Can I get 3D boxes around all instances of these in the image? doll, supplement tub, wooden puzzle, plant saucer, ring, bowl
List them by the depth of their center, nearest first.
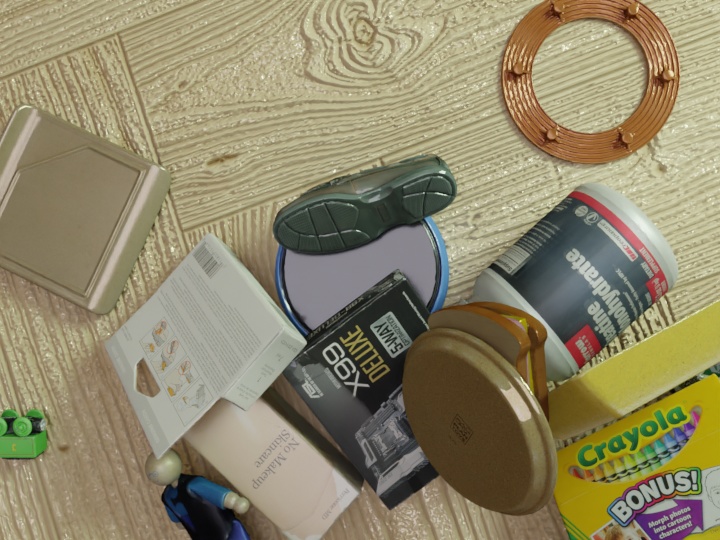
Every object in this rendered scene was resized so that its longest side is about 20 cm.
[{"bbox_3d":[0.259,0.099,0.709,0.198,0.200,0.049,-25,73,-13],"label":"plant saucer"},{"bbox_3d":[0.207,0.022,0.769,0.200,0.140,0.141,-42,85,1],"label":"supplement tub"},{"bbox_3d":[-0.160,0.272,0.807,0.136,0.048,0.201,-35,93,42],"label":"doll"},{"bbox_3d":[0.000,0.000,0.838,0.198,0.039,0.203,0,87,5],"label":"bowl"},{"bbox_3d":[0.258,-0.220,0.839,0.198,0.019,0.203,0,87,4],"label":"ring"},{"bbox_3d":[-0.342,-0.071,0.873,0.198,0.037,0.187,25,89,1],"label":"wooden puzzle"}]

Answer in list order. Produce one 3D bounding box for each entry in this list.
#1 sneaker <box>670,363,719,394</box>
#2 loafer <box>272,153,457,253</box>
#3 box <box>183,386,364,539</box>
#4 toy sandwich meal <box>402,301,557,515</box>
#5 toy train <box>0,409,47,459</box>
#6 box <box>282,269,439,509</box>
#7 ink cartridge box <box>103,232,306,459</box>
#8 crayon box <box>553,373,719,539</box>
[{"bbox_3d":[0.417,0.079,0.776,0.199,0.089,0.077,-29,85,2],"label":"sneaker"},{"bbox_3d":[0.003,-0.073,0.800,0.198,0.063,0.072,-15,128,4],"label":"loafer"},{"bbox_3d":[-0.097,0.197,0.815,0.200,0.078,0.095,41,90,6],"label":"box"},{"bbox_3d":[0.115,0.124,0.690,0.070,0.205,0.207,-25,84,-33],"label":"toy sandwich meal"},{"bbox_3d":[-0.458,0.191,0.865,0.197,0.042,0.057,-1,97,4],"label":"toy train"},{"bbox_3d":[0.035,0.125,0.788,0.157,0.050,0.201,-35,104,2],"label":"box"},{"bbox_3d":[-0.170,0.077,0.787,0.176,0.045,0.200,-47,45,0],"label":"ink cartridge box"},{"bbox_3d":[0.296,0.224,0.722,0.199,0.058,0.174,-32,43,18],"label":"crayon box"}]
